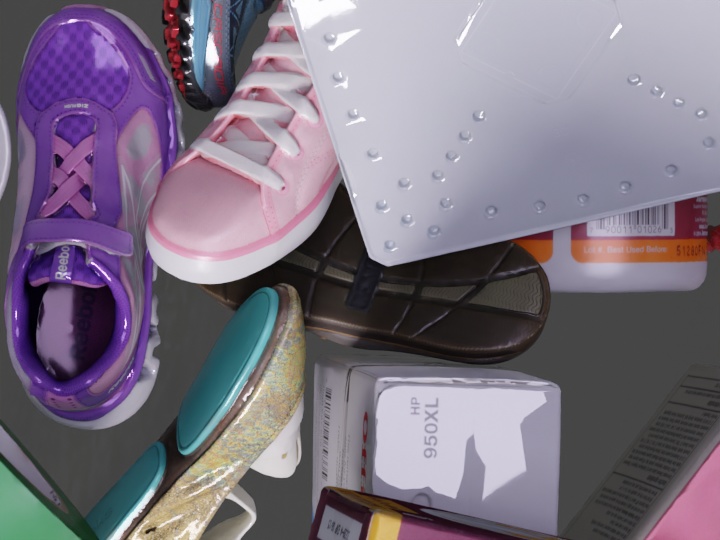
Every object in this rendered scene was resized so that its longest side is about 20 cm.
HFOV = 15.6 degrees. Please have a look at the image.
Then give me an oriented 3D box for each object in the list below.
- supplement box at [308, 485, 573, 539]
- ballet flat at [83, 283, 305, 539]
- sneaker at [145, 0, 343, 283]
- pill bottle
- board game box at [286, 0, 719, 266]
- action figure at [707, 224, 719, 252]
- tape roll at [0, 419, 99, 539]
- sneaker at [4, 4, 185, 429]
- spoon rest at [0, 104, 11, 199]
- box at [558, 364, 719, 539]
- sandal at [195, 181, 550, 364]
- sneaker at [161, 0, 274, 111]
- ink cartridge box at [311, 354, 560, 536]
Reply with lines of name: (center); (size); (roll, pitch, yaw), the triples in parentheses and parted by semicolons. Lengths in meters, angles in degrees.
supplement box: (0.079, 0.151, 1.039); (0.199, 0.110, 0.086); (14, 88, -11)
ballet flat: (-0.067, 0.090, 1.216); (0.071, 0.071, 0.200); (35, 114, -7)
sneaker: (-0.030, -0.087, 1.192); (0.075, 0.105, 0.200); (27, 53, 29)
pill bottle: (0.110, -0.091, 1.240); (0.109, 0.110, 0.201); (0, 91, -8)
board game box: (0.076, -0.109, 1.126); (0.199, 0.026, 0.200); (-13, 123, 8)
action figure: (0.206, -0.026, 1.272); (0.065, 0.099, 0.200); (30, 57, -5)
tape roll: (-0.195, 0.068, 1.155); (0.048, 0.200, 0.201); (-42, 96, -5)
sneaker: (-0.128, -0.023, 1.211); (0.080, 0.088, 0.201); (2, 93, 7)
spoon rest: (-0.261, -0.065, 1.215); (0.199, 0.061, 0.100); (13, 89, -7)
box: (0.154, 0.155, 1.240); (0.109, 0.128, 0.200); (38, 86, -6)
sandal: (0.000, 0.000, 1.227); (0.200, 0.055, 0.082); (15, 71, 22)
sneaker: (-0.038, -0.170, 1.235); (0.095, 0.079, 0.201); (11, 89, -10)
ink cartridge box: (0.030, 0.115, 1.186); (0.084, 0.200, 0.145); (1, 91, -8)
